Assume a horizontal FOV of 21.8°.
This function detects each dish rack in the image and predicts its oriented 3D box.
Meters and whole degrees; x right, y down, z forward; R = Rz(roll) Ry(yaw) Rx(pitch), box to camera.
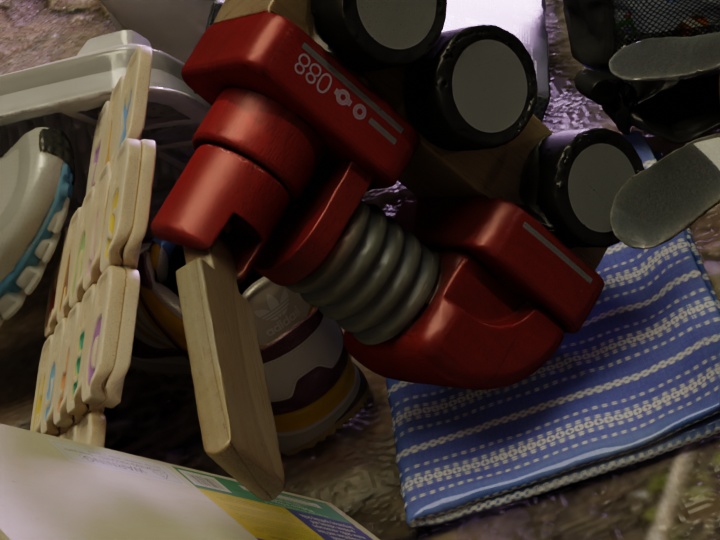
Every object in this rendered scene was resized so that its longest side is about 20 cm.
[{"bbox_3d":[-0.147,-0.065,0.923,0.199,0.172,0.044,-12,75,20],"label":"dish rack"}]

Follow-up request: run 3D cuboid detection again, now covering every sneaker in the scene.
[{"bbox_3d":[-0.209,-0.002,0.863,0.200,0.087,0.075,-43,30,27],"label":"sneaker"},{"bbox_3d":[-0.073,0.005,0.835,0.075,0.090,0.200,-39,36,-22],"label":"sneaker"}]

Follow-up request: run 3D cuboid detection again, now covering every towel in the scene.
[{"bbox_3d":[0.076,0.017,0.786,0.144,0.024,0.200,-20,33,8],"label":"towel"}]

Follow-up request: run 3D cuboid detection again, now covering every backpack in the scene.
[{"bbox_3d":[0.187,-0.170,0.871,0.190,0.155,0.200,-3,30,5],"label":"backpack"}]

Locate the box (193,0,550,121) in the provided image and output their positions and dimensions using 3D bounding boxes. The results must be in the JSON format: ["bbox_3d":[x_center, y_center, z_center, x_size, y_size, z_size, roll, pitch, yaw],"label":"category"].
[{"bbox_3d":[0.010,-0.124,0.914,0.157,0.051,0.200,16,28,-5],"label":"box"}]

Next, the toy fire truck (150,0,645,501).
[{"bbox_3d":[0.000,0.000,0.693,0.129,0.176,0.200,2,57,59],"label":"toy fire truck"}]

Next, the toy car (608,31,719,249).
[{"bbox_3d":[0.190,-0.056,0.682,0.199,0.158,0.165,-8,45,15],"label":"toy car"}]

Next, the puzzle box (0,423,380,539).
[{"bbox_3d":[-0.053,0.096,0.620,0.133,0.200,0.025,29,98,52],"label":"puzzle box"}]

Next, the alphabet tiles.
[{"bbox_3d":[-0.112,0.015,0.763,0.015,0.196,0.200,9,-13,-15],"label":"alphabet tiles"}]

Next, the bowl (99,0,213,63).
[{"bbox_3d":[-0.106,-0.230,1.107,0.201,0.090,0.202,-15,64,33],"label":"bowl"}]
